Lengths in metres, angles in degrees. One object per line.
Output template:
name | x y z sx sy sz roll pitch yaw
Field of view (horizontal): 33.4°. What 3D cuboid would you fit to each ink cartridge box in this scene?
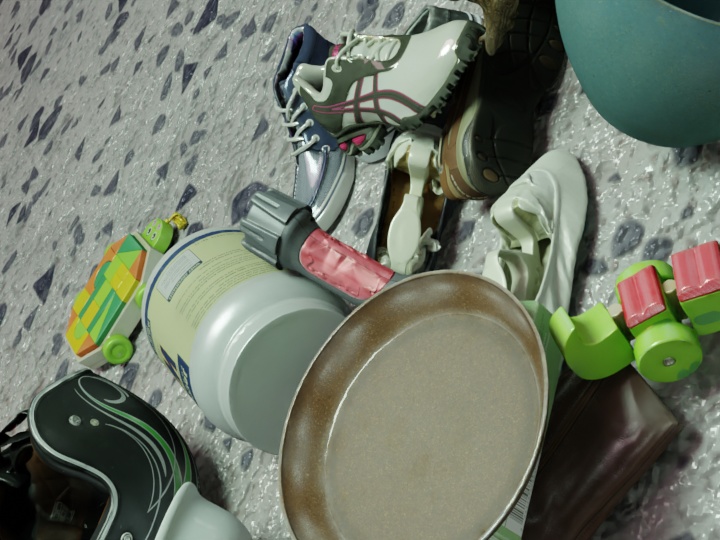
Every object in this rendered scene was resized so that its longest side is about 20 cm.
ink cartridge box | 0.030 0.096 0.783 0.199 0.048 0.146 -4 61 42

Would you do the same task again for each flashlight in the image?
flashlight | 0.000 0.000 0.899 0.199 0.068 0.068 30 105 19

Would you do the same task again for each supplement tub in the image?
supplement tub | -0.088 0.056 1.000 0.146 0.145 0.200 -59 32 2

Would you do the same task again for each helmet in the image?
helmet | -0.232 0.202 1.042 0.200 0.191 0.200 -42 -3 -2

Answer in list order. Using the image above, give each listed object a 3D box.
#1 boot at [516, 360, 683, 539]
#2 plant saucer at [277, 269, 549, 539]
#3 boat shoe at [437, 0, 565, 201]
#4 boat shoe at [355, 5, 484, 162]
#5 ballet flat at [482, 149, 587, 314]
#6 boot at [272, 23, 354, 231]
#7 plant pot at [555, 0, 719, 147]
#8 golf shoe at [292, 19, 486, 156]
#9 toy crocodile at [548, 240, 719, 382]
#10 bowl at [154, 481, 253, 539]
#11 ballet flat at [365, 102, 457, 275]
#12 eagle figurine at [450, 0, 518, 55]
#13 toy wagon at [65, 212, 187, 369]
boot | 0.096 0.128 0.770 0.186 0.064 0.201 32 93 50
plant saucer | 0.033 0.096 0.719 0.199 0.032 0.201 -24 48 30
boat shoe | 0.104 -0.143 0.960 0.074 0.075 0.201 -27 37 57
boat shoe | 0.033 -0.171 1.061 0.200 0.071 0.072 -43 34 45
ballet flat | 0.118 -0.013 0.846 0.069 0.069 0.201 -20 49 45
boot | -0.052 -0.135 1.150 0.073 0.090 0.201 -20 49 45
plant pot | 0.206 -0.157 0.754 0.135 0.199 0.201 104 167 -48
golf shoe | 0.018 -0.154 0.953 0.200 0.088 0.077 -25 31 53
toy crocodile | 0.206 0.009 0.689 0.199 0.062 0.068 -23 43 19
bowl | -0.119 0.268 0.893 0.201 0.090 0.202 17 -90 -89
ballet flat | 0.046 -0.060 0.973 0.073 0.073 0.201 -8 62 51
eagle figurine | 0.135 -0.250 0.885 0.151 0.151 0.200 -5 41 38
toy wagon | -0.270 0.014 1.378 0.201 0.039 0.155 -58 33 4
